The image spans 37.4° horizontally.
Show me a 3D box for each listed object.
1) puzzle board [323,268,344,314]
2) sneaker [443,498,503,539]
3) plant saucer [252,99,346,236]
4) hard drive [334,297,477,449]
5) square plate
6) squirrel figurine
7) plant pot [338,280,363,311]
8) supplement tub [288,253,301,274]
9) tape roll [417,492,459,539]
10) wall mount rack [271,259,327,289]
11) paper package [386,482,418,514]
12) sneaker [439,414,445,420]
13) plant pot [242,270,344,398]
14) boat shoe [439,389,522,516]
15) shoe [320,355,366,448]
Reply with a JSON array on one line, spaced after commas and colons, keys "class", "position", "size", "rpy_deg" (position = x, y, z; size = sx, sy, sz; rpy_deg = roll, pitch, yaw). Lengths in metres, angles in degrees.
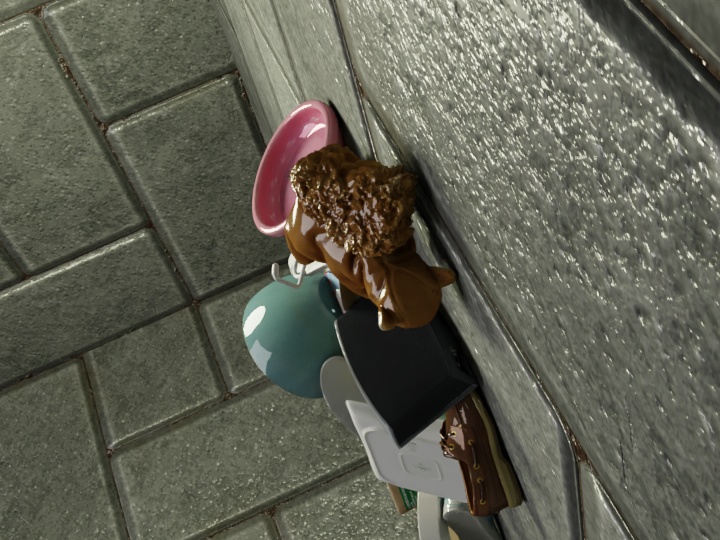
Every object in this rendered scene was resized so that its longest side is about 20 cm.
[{"class": "puzzle board", "position": [-0.015, -0.027, 1.556], "size": [0.151, 0.017, 0.201], "rpy_deg": [-46, 61, 44]}, {"class": "sneaker", "position": [0.185, 0.389, 1.682], "size": [0.201, 0.073, 0.082], "rpy_deg": [64, -152, -47]}, {"class": "plant saucer", "position": [-0.082, -0.139, 1.501], "size": [0.051, 0.201, 0.201], "rpy_deg": [21, -158, -29]}, {"class": "hard drive", "position": [0.045, 0.098, 1.272], "size": [0.042, 0.135, 0.200], "rpy_deg": [38, -163, -45]}, {"class": "square plate", "position": [0.085, 0.259, 1.459], "size": [0.199, 0.199, 0.029], "rpy_deg": [71, -144, -48]}, {"class": "squirrel figurine", "position": [0.009, -0.030, 1.095], "size": [0.187, 0.141, 0.200], "rpy_deg": [56, 173, 32]}, {"class": "plant pot", "position": [-0.003, -0.048, 1.359], "size": [0.200, 0.027, 0.202], "rpy_deg": [1, -90, -84]}, {"class": "supplement tub", "position": [-0.042, 0.044, 1.966], "size": [0.145, 0.144, 0.201], "rpy_deg": [74, 171, -60]}, {"class": "tape roll", "position": [0.138, 0.391, 1.712], "size": [0.203, 0.037, 0.205], "rpy_deg": [-7, -90, -69]}, {"class": "wall mount rack", "position": [-0.062, -0.072, 1.542], "size": [0.200, 0.074, 0.175], "rpy_deg": [-26, 47, 49]}, {"class": "paper package", "position": [0.077, 0.282, 1.836], "size": [0.191, 0.103, 0.201], "rpy_deg": [-97, -10, -53]}, {"class": "sneaker", "position": [0.073, 0.112, 1.384], "size": [0.118, 0.073, 0.202], "rpy_deg": [47, -159, -86]}, {"class": "plant pot", "position": [-0.063, 0.079, 1.651], "size": [0.135, 0.199, 0.201], "rpy_deg": [-42, 64, 39]}, {"class": "boat shoe", "position": [0.128, 0.202, 1.272], "size": [0.072, 0.067, 0.201], "rpy_deg": [-149, 35, -82]}, {"class": "shoe", "position": [0.011, 0.210, 1.615], "size": [0.201, 0.071, 0.091], "rpy_deg": [54, -169, -3]}]
